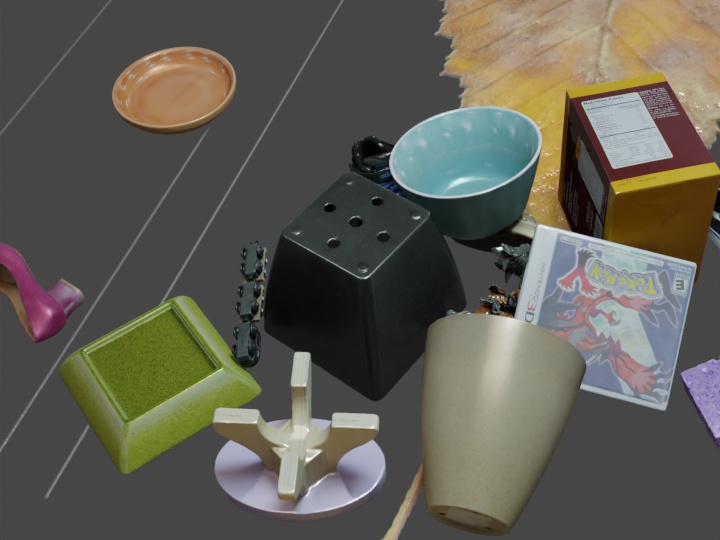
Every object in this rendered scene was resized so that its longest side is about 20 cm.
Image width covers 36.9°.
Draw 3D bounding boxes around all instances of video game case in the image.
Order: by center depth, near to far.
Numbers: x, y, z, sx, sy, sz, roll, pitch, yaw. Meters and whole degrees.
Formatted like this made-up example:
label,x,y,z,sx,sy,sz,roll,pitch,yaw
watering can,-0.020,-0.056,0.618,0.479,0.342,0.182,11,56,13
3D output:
label,x,y,z,sx,sy,sz,roll,pitch,yaw
video game case,0.287,0.056,1.293,0.198,0.023,0.184,14,82,4

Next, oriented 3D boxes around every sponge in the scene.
label,x,y,z,sx,sy,sz,roll,pitch,yaw
sponge,0.480,0.122,1.236,0.198,0.030,0.112,-24,34,7

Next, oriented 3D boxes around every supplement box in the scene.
label,x,y,z,sx,sy,sz,roll,pitch,yaw
supplement box,0.351,-0.109,1.394,0.131,0.198,0.201,-10,48,-3

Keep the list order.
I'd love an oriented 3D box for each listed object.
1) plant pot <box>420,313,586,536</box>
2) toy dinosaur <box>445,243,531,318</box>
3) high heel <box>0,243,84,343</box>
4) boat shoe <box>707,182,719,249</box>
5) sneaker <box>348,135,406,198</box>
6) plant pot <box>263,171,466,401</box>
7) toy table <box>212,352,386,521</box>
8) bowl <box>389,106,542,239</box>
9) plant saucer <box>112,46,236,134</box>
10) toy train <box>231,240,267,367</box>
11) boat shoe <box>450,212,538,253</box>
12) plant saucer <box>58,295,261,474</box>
label,x,y,z,sx,sy,sz,roll,pitch,yaw
plant pot,0.139,0.180,1.191,0.185,0.188,0.202,11,64,14
toy dinosaur,0.207,0.044,1.359,0.198,0.102,0.137,-2,75,-14
high heel,-0.475,0.029,1.442,0.199,0.068,0.096,28,45,11
boat shoe,0.467,-0.098,1.460,0.073,0.068,0.200,-21,50,-13
sneaker,0.044,-0.104,1.478,0.076,0.112,0.201,-22,50,-14
plant pot,0.000,0.000,1.347,0.199,0.178,0.199,29,56,28
toy table,-0.072,0.200,1.218,0.198,0.118,0.185,-8,48,-3
bowl,0.143,-0.116,1.408,0.198,0.106,0.202,-9,39,7
plant saucer,-0.294,-0.282,1.718,0.198,0.038,0.202,-3,47,3
toy train,-0.141,0.042,1.410,0.034,0.046,0.201,-13,47,14
boat shoe,0.212,-0.050,1.443,0.198,0.073,0.065,20,54,29
plant saucer,-0.258,0.124,1.348,0.199,0.048,0.200,-30,52,-19
